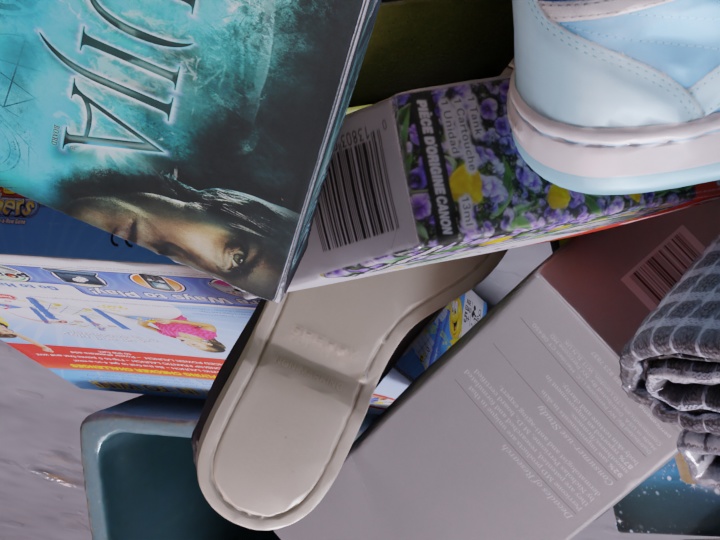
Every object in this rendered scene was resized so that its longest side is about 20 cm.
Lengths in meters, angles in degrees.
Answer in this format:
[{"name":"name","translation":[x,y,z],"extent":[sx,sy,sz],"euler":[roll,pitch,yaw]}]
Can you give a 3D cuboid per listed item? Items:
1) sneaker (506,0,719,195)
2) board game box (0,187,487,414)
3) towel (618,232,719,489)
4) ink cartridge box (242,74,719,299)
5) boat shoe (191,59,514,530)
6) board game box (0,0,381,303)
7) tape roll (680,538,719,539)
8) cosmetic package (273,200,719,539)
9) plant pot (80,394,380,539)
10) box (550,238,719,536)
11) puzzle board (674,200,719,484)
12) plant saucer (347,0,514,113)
[{"name":"sneaker","translation":[0.133,-0.101,0.773],"extent":[0.199,0.080,0.131],"euler":[-15,127,-3]},{"name":"board game box","translation":[-0.074,0.002,1.156],"extent":[0.199,0.056,0.196],"euler":[4,163,25]},{"name":"towel","translation":[0.192,-0.003,0.830],"extent":[0.200,0.166,0.086],"euler":[3,135,56]},{"name":"ink cartridge box","translation":[0.066,-0.036,0.900],"extent":[0.199,0.051,0.109],"euler":[-10,177,-33]},{"name":"boat shoe","translation":[0.000,0.000,1.021],"extent":[0.072,0.200,0.063],"euler":[30,-169,-11]},{"name":"board game box","translation":[-0.062,-0.077,0.754],"extent":[0.135,0.028,0.200],"euler":[23,146,3]},{"name":"tape roll","translation":[0.220,0.138,1.139],"extent":[0.202,0.037,0.203],"euler":[5,170,1]},{"name":"cosmetic package","translation":[0.065,0.057,1.037],"extent":[0.090,0.107,0.200],"euler":[46,136,6]},{"name":"plant pot","translation":[0.009,0.137,1.315],"extent":[0.196,0.197,0.200],"euler":[2,-164,26]},{"name":"box","translation":[0.178,0.036,1.062],"extent":[0.199,0.038,0.137],"euler":[-1,114,34]},{"name":"puzzle board","translation":[0.185,0.006,1.001],"extent":[0.199,0.017,0.151],"euler":[-4,111,38]},{"name":"plant saucer","translation":[-0.036,-0.061,0.908],"extent":[0.199,0.031,0.200],"euler":[-8,-178,0]}]
